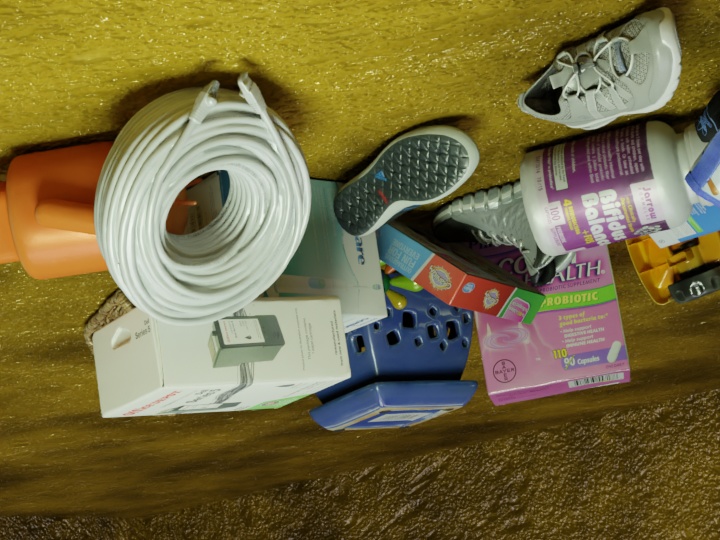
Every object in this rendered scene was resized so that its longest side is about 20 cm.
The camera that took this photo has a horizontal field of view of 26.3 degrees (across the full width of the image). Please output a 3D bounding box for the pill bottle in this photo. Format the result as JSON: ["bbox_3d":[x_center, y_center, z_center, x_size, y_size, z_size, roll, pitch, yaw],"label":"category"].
[{"bbox_3d":[0.272,-0.089,1.573,0.199,0.113,0.112,-14,165,19],"label":"pill bottle"}]

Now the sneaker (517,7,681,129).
[{"bbox_3d":[0.204,-0.163,1.318,0.081,0.075,0.200,-5,166,-22],"label":"sneaker"}]

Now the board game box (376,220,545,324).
[{"bbox_3d":[0.105,-0.001,1.774,0.153,0.041,0.199,34,-169,33],"label":"board game box"}]

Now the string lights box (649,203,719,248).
[{"bbox_3d":[0.387,-0.098,1.642,0.199,0.059,0.103,-18,138,31],"label":"string lights box"}]

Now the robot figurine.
[{"bbox_3d":[-0.242,-0.055,1.384,0.198,0.117,0.144,-9,154,0],"label":"robot figurine"}]

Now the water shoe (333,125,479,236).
[{"bbox_3d":[0.052,-0.100,1.533,0.199,0.072,0.079,-26,-174,45],"label":"water shoe"}]

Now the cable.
[{"bbox_3d":[-0.135,-0.056,1.308,0.200,0.069,0.200,-47,135,-7],"label":"cable"}]

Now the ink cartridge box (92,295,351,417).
[{"bbox_3d":[-0.132,0.081,1.446,0.199,0.085,0.145,-1,165,-33],"label":"ink cartridge box"}]

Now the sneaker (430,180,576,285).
[{"bbox_3d":[0.167,-0.033,1.717,0.199,0.116,0.075,-20,162,36],"label":"sneaker"}]

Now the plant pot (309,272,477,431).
[{"bbox_3d":[0.035,0.114,2.083,0.199,0.181,0.200,2,161,-35],"label":"plant pot"}]

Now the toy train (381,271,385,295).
[{"bbox_3d":[0.000,0.000,1.730,0.034,0.046,0.200,25,-168,-16],"label":"toy train"}]

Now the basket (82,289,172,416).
[{"bbox_3d":[-0.261,0.114,1.975,0.148,0.144,0.200,-2,164,-26],"label":"basket"}]

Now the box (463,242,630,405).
[{"bbox_3d":[0.230,0.048,1.899,0.174,0.202,0.097,-10,165,8],"label":"box"}]

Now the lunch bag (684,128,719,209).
[{"bbox_3d":[0.409,-0.124,1.388,0.199,0.124,0.171,6,131,-30],"label":"lunch bag"}]

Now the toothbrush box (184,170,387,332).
[{"bbox_3d":[-0.079,-0.015,1.581,0.199,0.148,0.085,2,163,-40],"label":"toothbrush box"}]

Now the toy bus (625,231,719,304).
[{"bbox_3d":[0.438,-0.056,1.800,0.199,0.137,0.191,-25,172,41],"label":"toy bus"}]

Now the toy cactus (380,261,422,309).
[{"bbox_3d":[-0.016,0.021,1.901,0.199,0.103,0.165,-11,178,-28],"label":"toy cactus"}]

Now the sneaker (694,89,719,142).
[{"bbox_3d":[0.418,-0.145,1.516,0.199,0.071,0.078,10,145,-29],"label":"sneaker"}]
